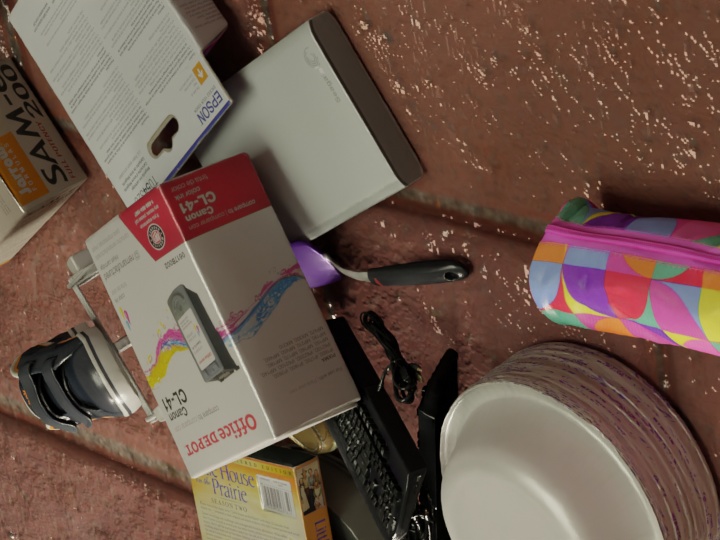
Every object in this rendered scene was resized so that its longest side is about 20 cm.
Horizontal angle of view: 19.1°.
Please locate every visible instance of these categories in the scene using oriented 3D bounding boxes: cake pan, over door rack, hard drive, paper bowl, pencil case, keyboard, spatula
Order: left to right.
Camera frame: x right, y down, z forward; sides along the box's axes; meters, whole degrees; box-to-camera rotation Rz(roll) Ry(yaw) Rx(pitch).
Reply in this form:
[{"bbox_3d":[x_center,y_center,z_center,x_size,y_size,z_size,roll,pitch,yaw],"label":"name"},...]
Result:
[{"bbox_3d":[-0.174,0.048,1.725,0.148,0.067,0.200,59,170,0],"label":"over door rack"},{"bbox_3d":[-0.048,-0.090,1.538,0.200,0.026,0.132,-28,94,55],"label":"hard drive"},{"bbox_3d":[-0.026,0.237,1.743,0.200,0.037,0.201,29,135,34],"label":"cake pan"},{"bbox_3d":[0.000,0.000,1.541,0.200,0.021,0.057,3,149,43],"label":"spatula"},{"bbox_3d":[0.006,0.095,1.532,0.200,0.021,0.127,-122,42,-54],"label":"keyboard"},{"bbox_3d":[0.044,0.159,1.546,0.040,0.104,0.200,7,125,14],"label":"keyboard"},{"bbox_3d":[0.134,0.158,1.442,0.200,0.104,0.201,29,136,32],"label":"paper bowl"},{"bbox_3d":[0.193,0.004,1.277,0.200,0.088,0.089,7,121,46],"label":"pencil case"}]

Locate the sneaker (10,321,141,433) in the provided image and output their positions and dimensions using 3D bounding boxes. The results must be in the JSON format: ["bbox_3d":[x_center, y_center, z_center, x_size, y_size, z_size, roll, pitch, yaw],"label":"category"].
[{"bbox_3d":[-0.229,0.091,1.709,0.079,0.079,0.200,61,169,-7],"label":"sneaker"}]

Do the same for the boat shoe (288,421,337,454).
[{"bbox_3d":[-0.095,0.072,1.669,0.200,0.076,0.072,48,143,13],"label":"boat shoe"}]

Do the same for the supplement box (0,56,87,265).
[{"bbox_3d":[-0.327,-0.079,1.833,0.126,0.073,0.200,57,144,2],"label":"supplement box"}]

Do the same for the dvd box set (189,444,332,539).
[{"bbox_3d":[-0.073,0.234,1.714,0.146,0.029,0.201,7,112,48],"label":"dvd box set"}]

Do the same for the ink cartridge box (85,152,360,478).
[{"bbox_3d":[-0.103,0.034,1.558,0.148,0.085,0.200,-30,83,56],"label":"ink cartridge box"}]

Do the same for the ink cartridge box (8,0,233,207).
[{"bbox_3d":[-0.172,-0.166,1.608,0.200,0.043,0.196,56,143,7],"label":"ink cartridge box"}]
